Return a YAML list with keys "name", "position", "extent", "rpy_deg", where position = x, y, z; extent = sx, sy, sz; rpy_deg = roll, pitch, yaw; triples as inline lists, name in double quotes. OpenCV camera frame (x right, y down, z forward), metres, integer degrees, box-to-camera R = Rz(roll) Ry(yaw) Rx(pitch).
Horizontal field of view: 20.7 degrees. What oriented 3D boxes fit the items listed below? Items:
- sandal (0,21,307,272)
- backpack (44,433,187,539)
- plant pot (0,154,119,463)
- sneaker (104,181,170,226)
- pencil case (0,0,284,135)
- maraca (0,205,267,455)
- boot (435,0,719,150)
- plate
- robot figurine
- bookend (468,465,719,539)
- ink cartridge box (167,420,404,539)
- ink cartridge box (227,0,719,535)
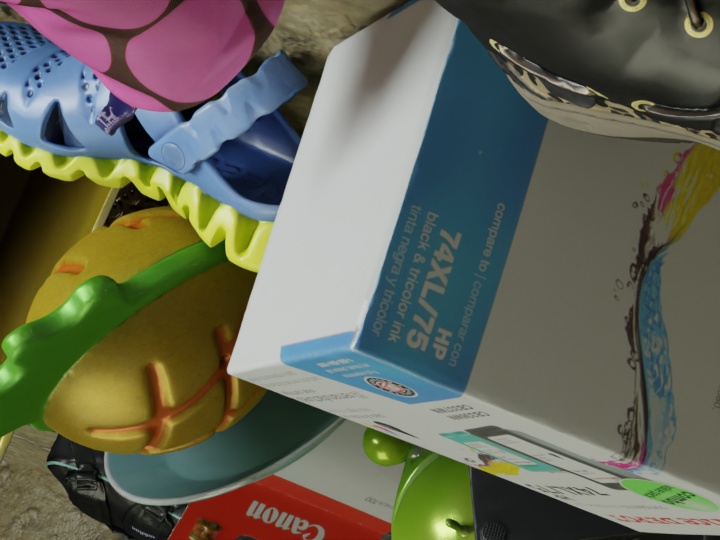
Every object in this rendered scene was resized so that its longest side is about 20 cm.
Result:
- name: "sandal"
  position: [-0.090, -0.076, 0.866]
  extent: [0.199, 0.080, 0.088]
  rpy_deg: [21, 132, 20]
- name: "backpack"
  position: [-0.187, 0.171, 1.787]
  extent: [0.175, 0.154, 0.200]
  rpy_deg: [20, 157, 2]
- name: "plant pot"
  position: [-0.246, -0.024, 1.006]
  extent: [0.199, 0.201, 0.176]
  rpy_deg: [24, 180, -12]
- name: "sneaker"
  position: [-0.107, -0.011, 1.036]
  extent: [0.067, 0.090, 0.200]
  rpy_deg: [46, 124, -3]
- name: "pencil case"
  position: [-0.111, -0.124, 0.642]
  extent: [0.093, 0.091, 0.200]
  rpy_deg: [25, 171, 36]
- name: "maraca"
  position: [-0.103, 0.031, 0.893]
  extent: [0.107, 0.137, 0.200]
  rpy_deg: [50, -151, 16]
- name: "boot"
  position: [0.083, -0.090, 0.552]
  extent: [0.199, 0.074, 0.150]
  rpy_deg: [12, 167, 47]
- name: "plate"
  position: [-0.058, 0.074, 1.149]
  extent: [0.199, 0.200, 0.026]
  rpy_deg: [2, 130, 49]
- name: "robot figurine"
  position: [0.075, 0.132, 1.056]
  extent: [0.176, 0.116, 0.200]
  rpy_deg: [47, -168, -5]
- name: "bookend"
  position: [0.158, 0.113, 0.940]
  extent: [0.198, 0.093, 0.199]
  rpy_deg: [-7, 152, 6]
- name: "ink cartridge box"
  position: [-0.014, 0.133, 1.311]
  extent: [0.162, 0.201, 0.057]
  rpy_deg: [26, -176, -34]
- name: "ink cartridge box"
  position: [0.079, 0.003, 0.758]
  extent: [0.199, 0.147, 0.147]
  rpy_deg: [22, 167, -17]
